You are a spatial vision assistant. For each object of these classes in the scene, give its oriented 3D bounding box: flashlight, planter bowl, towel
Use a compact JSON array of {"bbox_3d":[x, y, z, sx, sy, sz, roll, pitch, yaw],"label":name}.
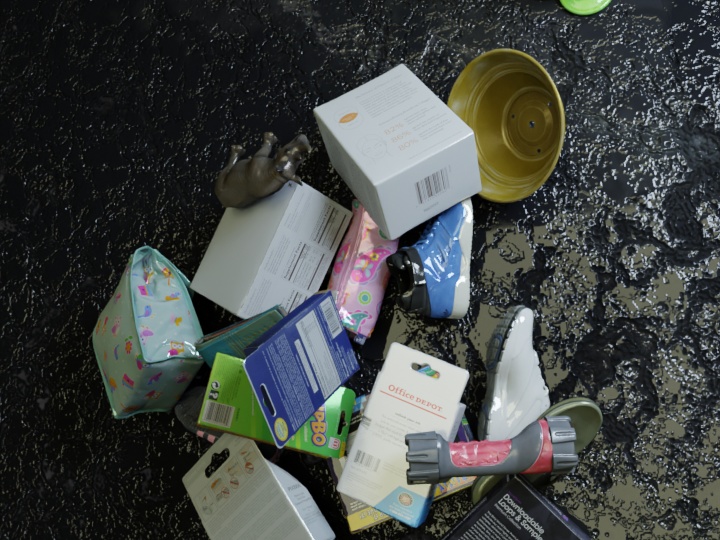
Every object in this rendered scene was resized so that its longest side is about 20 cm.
[{"bbox_3d":[0.152,0.210,0.909,0.197,0.068,0.068,-2,59,2],"label":"flashlight"},{"bbox_3d":[0.216,-0.199,1.058,0.199,0.083,0.203,16,111,46],"label":"planter bowl"},{"bbox_3d":[-0.118,0.140,1.065,0.145,0.201,0.022,-24,34,18],"label":"towel"}]

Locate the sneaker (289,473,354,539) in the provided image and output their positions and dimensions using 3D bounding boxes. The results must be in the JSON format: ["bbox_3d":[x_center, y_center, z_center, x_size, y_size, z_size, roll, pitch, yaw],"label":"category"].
[{"bbox_3d":[-0.078,0.372,1.066,0.200,0.076,0.091,40,102,29],"label":"sneaker"}]

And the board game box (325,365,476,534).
[{"bbox_3d":[0.054,0.241,1.050,0.198,0.057,0.167,-25,73,12],"label":"board game box"}]

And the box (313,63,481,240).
[{"bbox_3d":[0.050,-0.167,1.062,0.151,0.107,0.201,-28,48,-7],"label":"box"}]

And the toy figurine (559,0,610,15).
[{"bbox_3d":[0.274,-0.475,1.065,0.149,0.184,0.201,-36,70,8],"label":"toy figurine"}]

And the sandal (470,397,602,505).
[{"bbox_3d":[0.229,0.243,0.967,0.201,0.080,0.057,-42,25,1],"label":"sandal"}]

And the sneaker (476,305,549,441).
[{"bbox_3d":[0.207,0.147,1.014,0.086,0.075,0.203,8,94,-3],"label":"sneaker"}]

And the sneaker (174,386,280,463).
[{"bbox_3d":[-0.198,0.234,1.133,0.199,0.082,0.070,18,58,43],"label":"sneaker"}]

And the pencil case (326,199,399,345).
[{"bbox_3d":[0.000,0.000,1.106,0.086,0.087,0.203,15,83,21],"label":"pencil case"}]

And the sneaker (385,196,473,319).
[{"bbox_3d":[0.093,-0.036,1.070,0.110,0.077,0.203,4,84,-13],"label":"sneaker"}]

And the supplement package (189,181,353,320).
[{"bbox_3d":[-0.131,-0.028,1.112,0.155,0.110,0.202,21,84,50],"label":"supplement package"}]

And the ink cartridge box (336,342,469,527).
[{"bbox_3d":[0.061,0.207,0.989,0.115,0.067,0.202,20,85,19],"label":"ink cartridge box"}]

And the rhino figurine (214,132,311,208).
[{"bbox_3d":[-0.127,-0.134,1.033,0.199,0.060,0.088,-11,54,46],"label":"rhino figurine"}]

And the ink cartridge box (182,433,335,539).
[{"bbox_3d":[-0.144,0.322,1.043,0.160,0.047,0.201,-46,66,25],"label":"ink cartridge box"}]

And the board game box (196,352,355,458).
[{"bbox_3d":[-0.109,0.183,1.025,0.197,0.030,0.097,16,68,-10],"label":"board game box"}]

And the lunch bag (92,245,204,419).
[{"bbox_3d":[-0.319,0.089,1.141,0.171,0.121,0.202,-51,52,39],"label":"lunch bag"}]

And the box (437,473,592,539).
[{"bbox_3d":[0.174,0.361,0.952,0.143,0.036,0.200,43,105,-1],"label":"box"}]

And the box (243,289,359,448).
[{"bbox_3d":[-0.078,0.121,0.974,0.032,0.200,0.123,-11,106,33],"label":"box"}]
